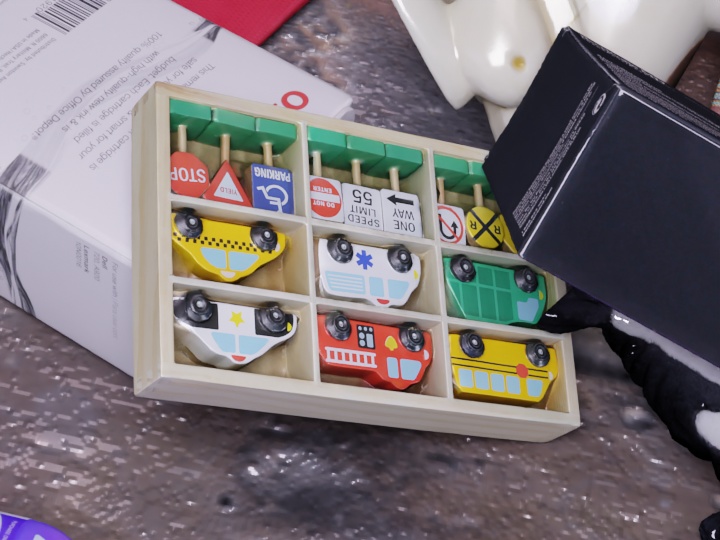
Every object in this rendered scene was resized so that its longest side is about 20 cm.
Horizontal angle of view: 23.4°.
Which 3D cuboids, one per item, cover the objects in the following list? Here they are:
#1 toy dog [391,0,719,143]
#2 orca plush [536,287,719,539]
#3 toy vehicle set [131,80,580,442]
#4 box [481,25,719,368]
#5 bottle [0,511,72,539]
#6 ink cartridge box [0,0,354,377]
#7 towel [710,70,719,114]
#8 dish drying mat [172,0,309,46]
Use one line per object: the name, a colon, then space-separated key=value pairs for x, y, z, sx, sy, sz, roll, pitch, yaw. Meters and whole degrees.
toy dog: x=0.131 y=-0.131 z=0.809 sx=0.199 sy=0.139 sz=0.195 roll=-31 pitch=81 yaw=13
orca plush: x=0.153 y=0.080 z=0.715 sx=0.199 sy=0.105 sz=0.071 roll=34 pitch=96 yaw=16
toy vehicle set: x=0.000 y=0.000 z=0.725 sx=0.199 sy=0.026 sz=0.125 roll=9 pitch=64 yaw=-30
box: x=0.157 y=-0.009 z=0.706 sx=0.199 sy=0.079 sz=0.141 roll=29 pitch=16 yaw=-9
bottle: x=-0.138 y=0.131 z=0.638 sx=0.198 sy=0.066 sz=0.084 roll=13 pitch=47 yaw=5
ink cartridge box: x=-0.123 y=-0.056 z=0.794 sx=0.199 sy=0.085 sz=0.146 roll=30 pitch=51 yaw=18
towel: x=0.260 y=-0.036 z=0.839 sx=0.198 sy=0.022 sz=0.148 roll=18 pitch=67 yaw=8
dish drying mat: x=-0.056 y=-0.164 z=0.946 sx=0.076 sy=0.018 sz=0.200 roll=28 pitch=52 yaw=18
